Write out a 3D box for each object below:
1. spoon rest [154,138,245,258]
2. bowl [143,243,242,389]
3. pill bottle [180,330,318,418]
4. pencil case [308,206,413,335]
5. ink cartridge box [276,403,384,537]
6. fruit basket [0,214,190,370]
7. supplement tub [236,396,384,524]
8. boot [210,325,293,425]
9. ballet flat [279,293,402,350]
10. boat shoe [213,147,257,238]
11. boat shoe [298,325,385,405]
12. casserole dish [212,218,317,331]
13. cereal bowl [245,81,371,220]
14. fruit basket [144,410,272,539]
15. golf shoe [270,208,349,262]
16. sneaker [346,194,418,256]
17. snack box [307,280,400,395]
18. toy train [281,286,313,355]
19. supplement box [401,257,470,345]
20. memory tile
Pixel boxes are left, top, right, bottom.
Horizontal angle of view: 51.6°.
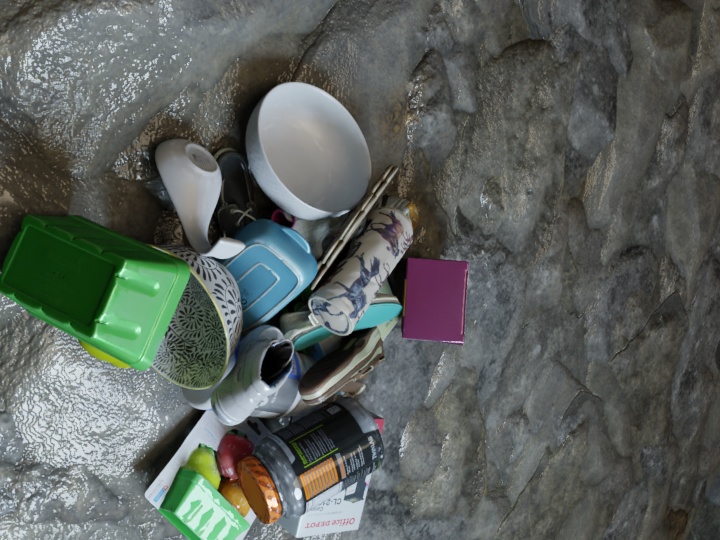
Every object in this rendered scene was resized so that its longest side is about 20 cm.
[{"bbox_3d":[-0.208,-0.092,0.955,0.099,0.201,0.061,14,131,-46],"label":"spoon rest"},{"bbox_3d":[-0.218,0.044,0.973,0.094,0.199,0.203,-35,124,-48],"label":"bowl"},{"bbox_3d":[-0.154,0.157,1.096,0.199,0.113,0.115,20,88,-46],"label":"pill bottle"},{"bbox_3d":[0.000,0.000,1.094,0.078,0.089,0.201,45,62,-19],"label":"pencil case"},{"bbox_3d":[-0.055,0.333,1.257,0.145,0.082,0.203,10,95,-43],"label":"ink cartridge box"},{"bbox_3d":[-0.300,0.035,0.893,0.215,0.214,0.157,27,84,-42],"label":"fruit basket"},{"bbox_3d":[-0.073,0.279,1.095,0.198,0.122,0.124,-22,116,-30],"label":"supplement tub"},{"bbox_3d":[-0.117,0.118,0.971,0.074,0.095,0.201,49,26,-14],"label":"boot"},{"bbox_3d":[-0.030,0.061,1.138,0.198,0.063,0.068,-16,146,-23],"label":"ballet flat"},{"bbox_3d":[-0.168,-0.072,1.057,0.071,0.067,0.203,-16,110,-36],"label":"boat shoe"},{"bbox_3d":[-0.016,0.155,1.122,0.202,0.074,0.076,-38,109,-50],"label":"boat shoe"},{"bbox_3d":[-0.148,0.015,1.024,0.121,0.199,0.039,42,34,-15],"label":"casserole dish"},{"bbox_3d":[-0.084,-0.162,1.073,0.198,0.083,0.203,16,63,-34],"label":"cereal bowl"},{"bbox_3d":[-0.208,0.306,1.119,0.186,0.093,0.201,54,46,-28],"label":"fruit basket"},{"bbox_3d":[-0.080,-0.072,1.109,0.092,0.075,0.201,54,38,-18],"label":"golf shoe"},{"bbox_3d":[0.010,-0.038,1.215,0.201,0.087,0.076,-52,146,-16],"label":"sneaker"},{"bbox_3d":[-0.009,0.093,1.236,0.200,0.037,0.117,-49,131,-38],"label":"snack box"},{"bbox_3d":[-0.097,0.042,1.171,0.056,0.041,0.203,-32,122,-43],"label":"toy train"},{"bbox_3d":[0.121,0.048,1.242,0.102,0.200,0.133,5,89,2],"label":"supplement box"},{"bbox_3d":[-0.012,-0.066,1.082,0.154,0.017,0.200,-55,-179,37],"label":"memory tile"}]
